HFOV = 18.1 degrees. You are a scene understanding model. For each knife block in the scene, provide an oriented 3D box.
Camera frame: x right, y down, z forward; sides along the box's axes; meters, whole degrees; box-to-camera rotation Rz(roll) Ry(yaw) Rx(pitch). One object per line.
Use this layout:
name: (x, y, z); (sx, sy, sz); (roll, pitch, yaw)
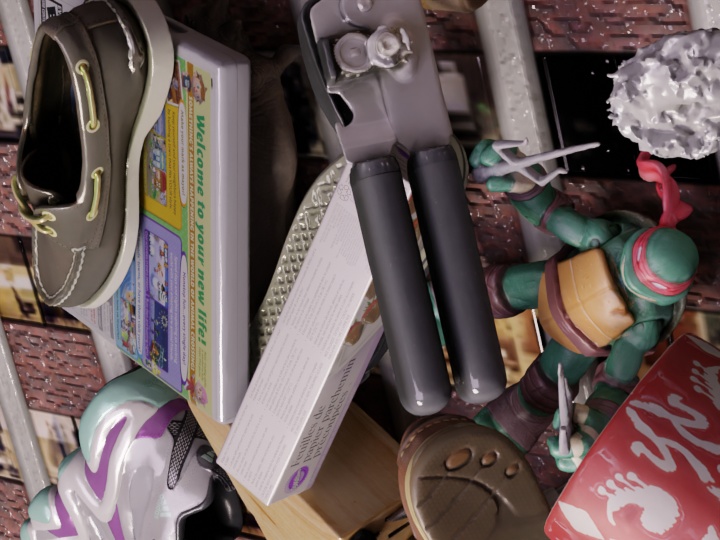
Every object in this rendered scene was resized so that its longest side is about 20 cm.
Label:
knife block: (0.000, 0.121, 1.183); (0.200, 0.064, 0.176); (60, 158, 0)

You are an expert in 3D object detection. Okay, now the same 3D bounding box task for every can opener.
can opener: (0.020, -0.034, 1.012); (0.066, 0.052, 0.201); (125, 132, -74)

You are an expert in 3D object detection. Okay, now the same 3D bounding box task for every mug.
mug: (0.174, 0.143, 0.944); (0.200, 0.178, 0.133); (37, 172, 12)

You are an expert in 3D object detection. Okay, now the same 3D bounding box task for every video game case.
video game case: (-0.116, -0.043, 1.186); (0.182, 0.022, 0.201); (31, 128, 45)

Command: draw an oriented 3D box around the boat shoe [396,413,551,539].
boat shoe: (0.072, 0.154, 1.070); (0.201, 0.072, 0.068); (66, 171, -17)

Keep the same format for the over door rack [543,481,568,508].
over door rack: (0.149, 0.149, 1.082); (0.148, 0.067, 0.200); (54, 140, 6)

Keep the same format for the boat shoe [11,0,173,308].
boat shoe: (-0.147, -0.056, 1.151); (0.072, 0.060, 0.202); (49, 140, 31)

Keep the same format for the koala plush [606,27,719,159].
koala plush: (0.205, -0.081, 0.815); (0.200, 0.177, 0.185); (-12, 93, 49)

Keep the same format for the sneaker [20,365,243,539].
sneaker: (-0.128, 0.165, 1.371); (0.140, 0.078, 0.200); (46, 139, 16)

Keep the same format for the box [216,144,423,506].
box: (-0.014, 0.025, 1.105); (0.041, 0.039, 0.200); (37, 121, 24)

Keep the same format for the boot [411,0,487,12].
boot: (-0.013, -0.217, 1.018); (0.166, 0.072, 0.201); (25, 133, 32)

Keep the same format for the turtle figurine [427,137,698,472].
turtle figurine: (0.096, 0.017, 1.027); (0.200, 0.100, 0.150); (139, 120, -61)

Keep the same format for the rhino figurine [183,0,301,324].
rhino figurine: (-0.066, -0.059, 1.183); (0.087, 0.060, 0.201); (30, 131, 36)

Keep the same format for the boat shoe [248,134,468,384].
boat shoe: (0.000, 0.000, 1.152); (0.075, 0.062, 0.200); (45, 125, 21)
